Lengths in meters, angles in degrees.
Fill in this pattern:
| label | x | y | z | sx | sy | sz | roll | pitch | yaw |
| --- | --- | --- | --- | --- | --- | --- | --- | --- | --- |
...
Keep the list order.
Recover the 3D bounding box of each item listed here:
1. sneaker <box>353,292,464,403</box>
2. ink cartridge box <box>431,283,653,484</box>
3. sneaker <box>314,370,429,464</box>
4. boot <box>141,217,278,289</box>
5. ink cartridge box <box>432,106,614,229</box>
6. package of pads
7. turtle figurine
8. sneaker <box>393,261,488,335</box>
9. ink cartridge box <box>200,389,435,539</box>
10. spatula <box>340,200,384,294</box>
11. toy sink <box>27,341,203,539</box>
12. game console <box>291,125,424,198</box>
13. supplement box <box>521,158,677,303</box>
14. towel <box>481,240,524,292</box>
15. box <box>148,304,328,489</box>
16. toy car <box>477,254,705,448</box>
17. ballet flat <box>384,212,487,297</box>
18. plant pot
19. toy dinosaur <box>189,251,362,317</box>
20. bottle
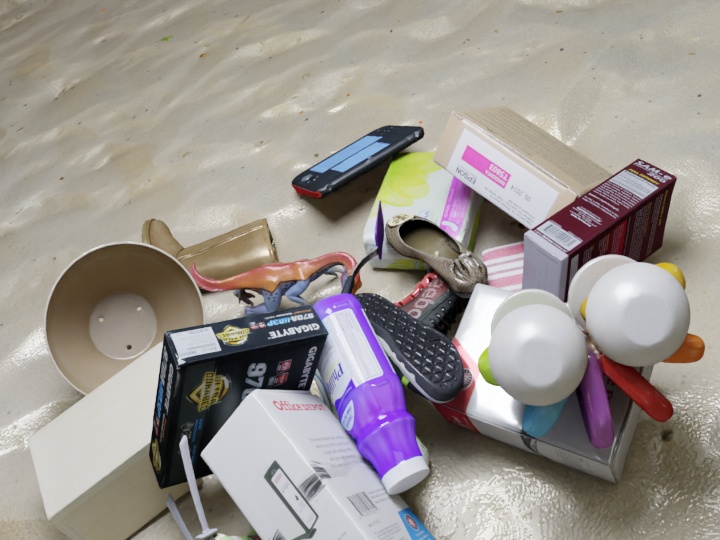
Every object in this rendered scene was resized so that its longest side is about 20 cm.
| label | x | y | z | sx | sy | sz | roll | pitch | yaw |
| --- | --- | --- | --- | --- | --- | --- | --- | --- | --- |
| sneaker | 0.043 | 0.098 | 0.800 | 0.070 | 0.085 | 0.200 | -10 | 30 | -29 |
| ink cartridge box | 0.195 | 0.116 | 0.768 | 0.196 | 0.083 | 0.149 | 15 | 70 | 32 |
| sneaker | -0.020 | 0.173 | 0.804 | 0.105 | 0.076 | 0.199 | -42 | 59 | -12 |
| boot | -0.233 | -0.037 | 1.122 | 0.196 | 0.067 | 0.178 | -20 | 55 | 1 |
| ink cartridge box | 0.217 | -0.133 | 0.947 | 0.199 | 0.076 | 0.163 | 40 | 33 | 23 |
| package of pads | 0.095 | -0.091 | 1.045 | 0.151 | 0.069 | 0.203 | 2 | 47 | 21 |
| turtle figurine | -0.143 | 0.301 | 0.693 | 0.143 | 0.198 | 0.197 | -32 | 35 | 40 |
| sneaker | 0.086 | 0.060 | 0.897 | 0.198 | 0.072 | 0.098 | -31 | 44 | -9 |
| ink cartridge box | -0.035 | 0.215 | 0.678 | 0.085 | 0.146 | 0.200 | -47 | 67 | 7 |
| spatula | 0.000 | 0.000 | 0.910 | 0.020 | 0.057 | 0.202 | 12 | 54 | 21 |
| toy sink | -0.264 | 0.207 | 0.851 | 0.198 | 0.113 | 0.130 | -37 | 44 | -11 |
| game console | -0.010 | -0.176 | 1.144 | 0.198 | 0.031 | 0.176 | -33 | 16 | -11 |
| supplement box | 0.278 | -0.035 | 0.847 | 0.198 | 0.110 | 0.061 | -31 | 47 | -22 |
| towel | 0.228 | 0.034 | 0.904 | 0.143 | 0.030 | 0.203 | -10 | 43 | 14 |
| box | -0.130 | 0.132 | 0.746 | 0.156 | 0.203 | 0.046 | -9 | 46 | -31 |
| toy car | 0.208 | 0.080 | 0.651 | 0.196 | 0.153 | 0.175 | -23 | 1 | 11 |
| ballet flat | 0.089 | -0.032 | 0.901 | 0.066 | 0.047 | 0.200 | -30 | 38 | -11 |
| plant pot | -0.315 | 0.072 | 0.972 | 0.199 | 0.202 | 0.134 | -39 | 8 | -20 |
| toy dinosaur | -0.093 | 0.021 | 0.954 | 0.180 | 0.198 | 0.107 | -34 | 51 | 32 |
| bottle | 0.005 | 0.124 | 0.736 | 0.064 | 0.084 | 0.202 | -14 | 59 | -25 |
